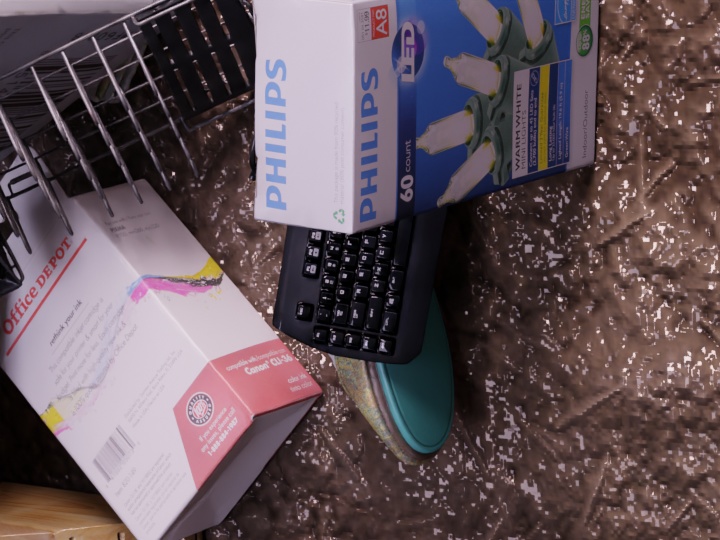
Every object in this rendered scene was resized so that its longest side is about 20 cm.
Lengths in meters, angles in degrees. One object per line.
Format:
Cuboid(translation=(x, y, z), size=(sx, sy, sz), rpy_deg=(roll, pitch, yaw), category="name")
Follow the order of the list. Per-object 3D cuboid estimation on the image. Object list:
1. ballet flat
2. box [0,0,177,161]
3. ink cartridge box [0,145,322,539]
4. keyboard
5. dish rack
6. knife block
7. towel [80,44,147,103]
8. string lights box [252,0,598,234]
Cuboid(translation=(0.000, 0.000, 1.432), size=(0.070, 0.070, 0.202), rpy_deg=(-12, 87, 38), category="ballet flat")
Cuboid(translation=(-0.238, -0.153, 1.430), size=(0.199, 0.199, 0.172), rpy_deg=(-34, 73, 35), category="box")
Cuboid(translation=(-0.127, 0.035, 1.533), size=(0.200, 0.067, 0.117), rpy_deg=(50, 124, 17), category="ink cartridge box")
Cuboid(translation=(-0.006, -0.060, 1.379), size=(0.103, 0.040, 0.202), rpy_deg=(8, 86, 4), category="keyboard")
Cuboid(translation=(-0.134, -0.068, 1.423), size=(0.199, 0.154, 0.055), rpy_deg=(-26, 71, -1), category="dish rack")
Cuboid(translation=(-0.194, 0.158, 1.626), size=(0.198, 0.176, 0.064), rpy_deg=(-6, 101, -8), category="knife block")
Cuboid(translation=(-0.171, -0.208, 1.527), size=(0.200, 0.048, 0.172), rpy_deg=(40, 118, 24), category="towel")
Cuboid(translation=(0.032, -0.086, 1.302), size=(0.059, 0.199, 0.104), rpy_deg=(10, 107, 35), category="string lights box")
